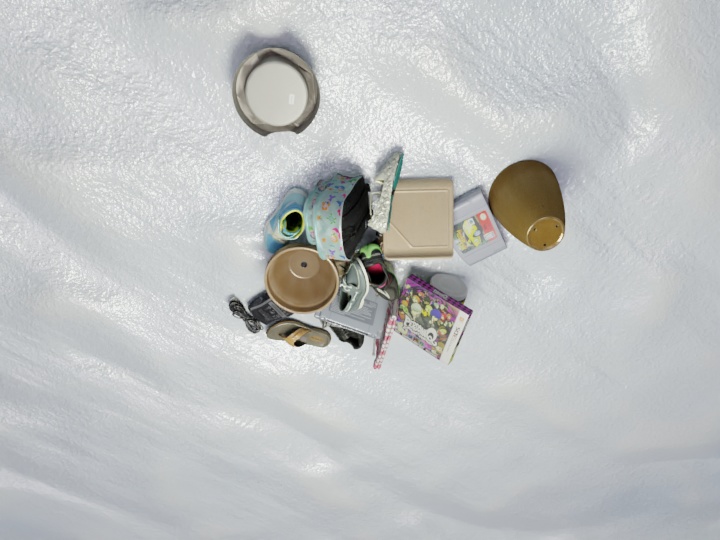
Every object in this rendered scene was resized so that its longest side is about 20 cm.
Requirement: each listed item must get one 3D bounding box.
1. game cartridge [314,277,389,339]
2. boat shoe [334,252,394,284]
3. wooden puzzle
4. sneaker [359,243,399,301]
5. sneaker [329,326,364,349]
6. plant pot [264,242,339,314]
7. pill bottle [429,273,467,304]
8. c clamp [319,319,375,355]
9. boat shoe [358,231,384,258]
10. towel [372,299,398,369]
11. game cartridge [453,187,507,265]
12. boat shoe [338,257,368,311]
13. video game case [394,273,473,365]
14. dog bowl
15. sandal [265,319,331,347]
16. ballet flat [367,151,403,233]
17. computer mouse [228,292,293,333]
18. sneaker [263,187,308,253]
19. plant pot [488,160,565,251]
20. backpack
[{"bbox_3d":[-0.021,0.096,1.625,0.196,0.136,0.040,20,164,-12],"label":"game cartridge"},{"bbox_3d":[0.000,0.000,1.595,0.194,0.063,0.075,6,120,-8],"label":"boat shoe"},{"bbox_3d":[0.146,-0.130,1.489,0.180,0.037,0.206,-1,92,-3],"label":"wooden puzzle"},{"bbox_3d":[0.046,0.022,1.516,0.075,0.085,0.201,-17,135,17],"label":"sneaker"},{"bbox_3d":[-0.057,0.151,1.678,0.198,0.092,0.076,36,121,-22],"label":"sneaker"},{"bbox_3d":[-0.151,0.006,1.546,0.195,0.093,0.205,0,122,1],"label":"plant pot"},{"bbox_3d":[0.227,0.121,1.662,0.108,0.112,0.204,7,123,-8],"label":"pill bottle"},{"bbox_3d":[-0.034,0.132,1.640,0.195,0.175,0.027,14,167,-13],"label":"c clamp"},{"bbox_3d":[0.074,-0.092,1.543,0.197,0.073,0.073,-28,117,3],"label":"boat shoe"},{"bbox_3d":[0.071,0.160,1.660,0.029,0.148,0.204,13,123,-4],"label":"towel"},{"bbox_3d":[0.297,-0.109,1.560,0.131,0.041,0.202,-24,122,17],"label":"game cartridge"},{"bbox_3d":[-0.023,0.045,1.516,0.061,0.074,0.202,-19,150,-19],"label":"boat shoe"},{"bbox_3d":[0.189,0.135,1.599,0.198,0.036,0.184,32,126,20],"label":"video game case"},{"bbox_3d":[-0.187,-0.403,1.320,0.194,0.059,0.204,-2,125,-2],"label":"dog bowl"},{"bbox_3d":[-0.180,0.199,1.721,0.196,0.055,0.083,17,126,-18],"label":"sandal"},{"bbox_3d":[0.057,-0.195,1.430,0.070,0.072,0.205,12,90,-11],"label":"ballet flat"},{"bbox_3d":[-0.263,0.100,1.660,0.196,0.053,0.139,-18,129,22],"label":"computer mouse"},{"bbox_3d":[-0.197,-0.099,1.479,0.078,0.132,0.202,21,122,-17],"label":"sneaker"},{"bbox_3d":[0.427,-0.141,1.446,0.181,0.202,0.190,-1,125,-2],"label":"plant pot"},{"bbox_3d":[-0.057,-0.125,1.428,0.146,0.202,0.181,2,127,13],"label":"backpack"}]
